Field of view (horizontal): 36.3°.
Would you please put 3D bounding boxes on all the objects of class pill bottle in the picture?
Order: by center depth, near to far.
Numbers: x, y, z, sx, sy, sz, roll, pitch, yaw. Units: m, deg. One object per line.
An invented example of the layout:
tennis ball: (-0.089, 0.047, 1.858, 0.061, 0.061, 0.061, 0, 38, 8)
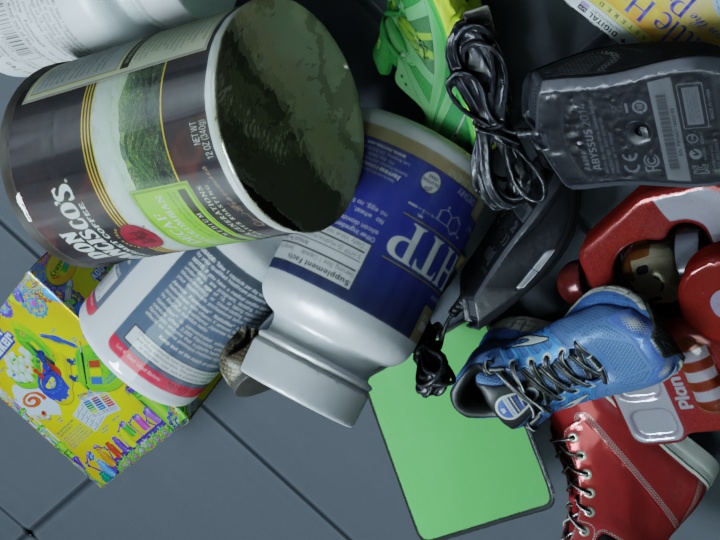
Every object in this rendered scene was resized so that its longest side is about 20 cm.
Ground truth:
pill bottle: (0.000, 0.000, 0.773, 0.119, 0.201, 0.120, 26, 175, 3)
pill bottle: (-0.189, -0.208, 0.792, 0.198, 0.115, 0.115, -2, 124, 32)
pill bottle: (-0.116, -0.003, 0.867, 0.119, 0.120, 0.200, 42, 101, -7)

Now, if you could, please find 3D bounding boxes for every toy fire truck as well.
toy fire truck: (0.223, 0.031, 0.743, 0.167, 0.112, 0.201, -14, 116, 36)

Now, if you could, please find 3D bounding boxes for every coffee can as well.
coffee can: (-0.118, -0.085, 0.728, 0.199, 0.147, 0.147, -8, 122, 36)

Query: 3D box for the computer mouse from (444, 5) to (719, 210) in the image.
computer mouse: (0.156, -0.102, 0.671, 0.198, 0.053, 0.139, 4, 129, 28)

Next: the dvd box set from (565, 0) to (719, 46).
dvd box set: (0.208, -0.204, 0.619, 0.146, 0.029, 0.200, 38, 135, -2)

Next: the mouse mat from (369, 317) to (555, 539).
mouse mat: (0.076, 0.137, 0.919, 0.200, 0.007, 0.162, -37, 70, 55)

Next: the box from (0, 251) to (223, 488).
box: (-0.247, 0.075, 1.054, 0.193, 0.122, 0.200, 44, 135, -9)

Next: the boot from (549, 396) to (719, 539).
boot: (0.165, 0.152, 0.851, 0.200, 0.145, 0.072, 39, 168, -3)

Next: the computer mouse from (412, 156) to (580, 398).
computer mouse: (0.100, -0.001, 0.807, 0.046, 0.140, 0.201, 30, 98, -11)

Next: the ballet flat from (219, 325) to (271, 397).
ballet flat: (-0.026, 0.050, 0.871, 0.047, 0.199, 0.068, 57, 141, 23)

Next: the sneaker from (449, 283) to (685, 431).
sneaker: (0.132, 0.072, 0.741, 0.079, 0.089, 0.200, 54, 147, -6)

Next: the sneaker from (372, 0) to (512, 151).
sneaker: (0.040, -0.163, 0.722, 0.083, 0.074, 0.201, -2, 125, 27)
